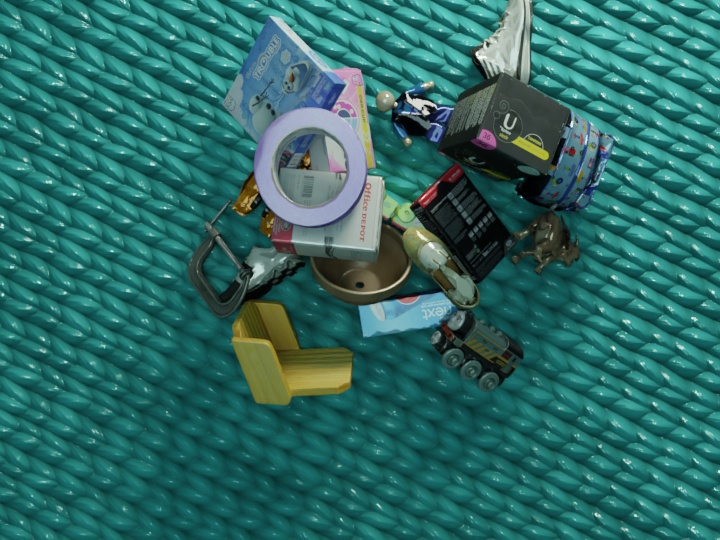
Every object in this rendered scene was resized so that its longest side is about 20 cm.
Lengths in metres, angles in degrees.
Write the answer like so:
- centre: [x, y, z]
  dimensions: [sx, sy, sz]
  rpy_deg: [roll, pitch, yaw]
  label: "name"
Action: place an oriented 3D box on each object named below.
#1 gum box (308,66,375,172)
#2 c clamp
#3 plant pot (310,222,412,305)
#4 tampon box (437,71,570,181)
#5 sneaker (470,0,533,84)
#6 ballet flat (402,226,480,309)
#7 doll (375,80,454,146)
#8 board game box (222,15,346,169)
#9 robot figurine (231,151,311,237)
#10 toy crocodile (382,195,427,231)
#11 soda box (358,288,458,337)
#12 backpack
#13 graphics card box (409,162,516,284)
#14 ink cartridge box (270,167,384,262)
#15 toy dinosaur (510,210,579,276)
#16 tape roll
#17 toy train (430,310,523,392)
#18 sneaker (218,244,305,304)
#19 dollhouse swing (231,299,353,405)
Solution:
- centre: [-0.046, -0.289, 1.454]
  dimensions: [0.112, 0.066, 0.205]
  rpy_deg: [-12, 94, -37]
  label: "gum box"
- centre: [-0.273, -0.015, 1.488]
  dimensions: [0.171, 0.027, 0.201]
  rpy_deg: [-45, 61, 14]
  label: "c clamp"
- centre: [0.000, 0.000, 1.467]
  dimensions: [0.196, 0.203, 0.094]
  rpy_deg: [5, 138, 2]
  label: "plant pot"
- centre: [0.255, -0.253, 1.371]
  dimensions: [0.148, 0.200, 0.128]
  rpy_deg: [23, 87, -14]
  label: "tampon box"
- centre: [0.270, -0.457, 1.455]
  dimensions: [0.113, 0.076, 0.205]
  rpy_deg: [-2, 96, 0]
  label: "sneaker"
- centre: [0.158, -0.003, 1.420]
  dimensions: [0.070, 0.071, 0.200]
  rpy_deg: [-41, 104, 4]
  label: "ballet flat"
- centre: [0.124, -0.308, 1.483]
  dimensions: [0.196, 0.048, 0.139]
  rpy_deg: [18, 88, -2]
  label: "doll"
- centre: [-0.148, -0.330, 1.413]
  dimensions: [0.199, 0.043, 0.201]
  rpy_deg: [47, 119, 20]
  label: "board game box"
- centre: [-0.160, -0.176, 1.495]
  dimensions: [0.144, 0.058, 0.201]
  rpy_deg: [37, 93, 1]
  label: "robot figurine"
- centre: [0.057, -0.122, 1.489]
  dimensions: [0.198, 0.068, 0.062]
  rpy_deg: [33, 95, 2]
  label: "toy crocodile"
- centre: [0.096, 0.083, 1.503]
  dimensions: [0.195, 0.064, 0.069]
  rpy_deg: [-9, 94, 2]
  label: "soda box"
- centre: [0.389, -0.201, 1.406]
  dimensions: [0.132, 0.200, 0.186]
  rpy_deg: [21, 94, 0]
  label: "backpack"
- centre: [0.201, -0.089, 1.463]
  dimensions: [0.125, 0.051, 0.201]
  rpy_deg: [-43, 98, -23]
  label: "graphics card box"
- centre: [-0.057, -0.102, 1.404]
  dimensions: [0.195, 0.085, 0.149]
  rpy_deg: [5, 75, 4]
  label: "ink cartridge box"
- centre: [0.361, -0.068, 1.441]
  dimensions: [0.135, 0.201, 0.086]
  rpy_deg: [-41, 59, -12]
  label: "toy dinosaur"
- centre: [-0.086, -0.178, 1.322]
  dimensions: [0.195, 0.066, 0.205]
  rpy_deg: [0, 91, 4]
  label: "tape roll"
- centre: [0.227, 0.153, 1.470]
  dimensions: [0.199, 0.086, 0.114]
  rpy_deg: [34, 103, -28]
  label: "toy train"
- centre: [-0.211, 0.001, 1.513]
  dimensions: [0.198, 0.074, 0.090]
  rpy_deg: [-32, 74, 5]
  label: "sneaker"
- centre: [-0.122, 0.138, 1.431]
  dimensions: [0.172, 0.200, 0.185]
  rpy_deg: [-17, 107, 9]
  label: "dollhouse swing"
